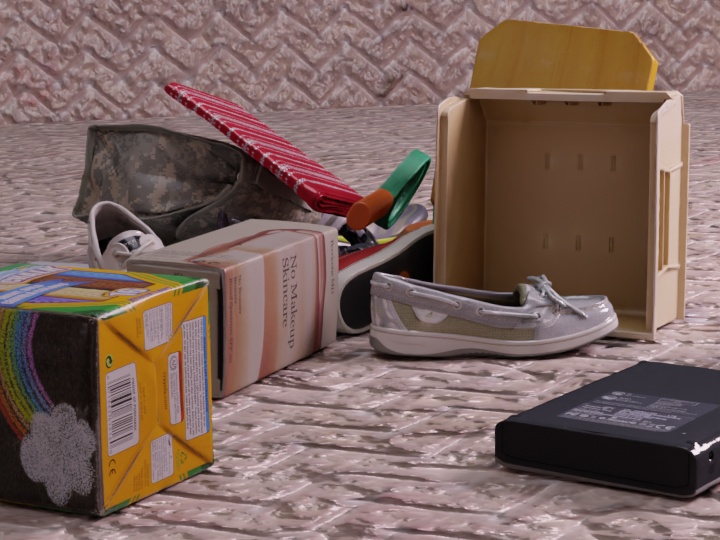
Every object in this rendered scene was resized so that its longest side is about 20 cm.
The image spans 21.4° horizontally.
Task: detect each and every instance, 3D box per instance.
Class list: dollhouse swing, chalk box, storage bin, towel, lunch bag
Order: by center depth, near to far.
[{"bbox_3d":[-0.206,0.067,1.186,0.199,0.126,0.124,6,12,29],"label":"chalk box"},{"bbox_3d":[0.171,-0.053,1.613,0.199,0.200,0.094,4,7,28],"label":"storage bin"},{"bbox_3d":[0.192,-0.106,1.744,0.199,0.177,0.182,9,-19,26],"label":"dollhouse swing"},{"bbox_3d":[-0.085,-0.111,1.822,0.200,0.023,0.144,37,9,21],"label":"towel"},{"bbox_3d":[-0.155,-0.073,1.893,0.199,0.119,0.164,3,-11,29],"label":"lunch bag"}]

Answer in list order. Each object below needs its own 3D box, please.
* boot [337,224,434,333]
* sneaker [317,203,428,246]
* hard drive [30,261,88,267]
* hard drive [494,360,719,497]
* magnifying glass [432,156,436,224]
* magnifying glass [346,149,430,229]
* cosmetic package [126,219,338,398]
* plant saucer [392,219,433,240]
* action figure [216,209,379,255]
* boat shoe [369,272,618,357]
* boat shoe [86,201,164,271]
[{"bbox_3d":[0.000,0.000,1.687,0.199,0.073,0.144,-19,18,-41],"label":"boot"},{"bbox_3d":[-0.019,-0.060,2.004,0.199,0.082,0.074,-6,11,-24],"label":"sneaker"},{"bbox_3d":[-0.240,0.018,1.752,0.198,0.026,0.132,3,11,20],"label":"hard drive"},{"bbox_3d":[0.196,0.098,1.226,0.139,0.033,0.199,6,12,35],"label":"hard drive"},{"bbox_3d":[0.078,-0.043,1.814,0.022,0.080,0.201,3,36,5],"label":"magnifying glass"},{"bbox_3d":[0.023,-0.066,1.747,0.022,0.080,0.200,32,17,5],"label":"magnifying glass"},{"bbox_3d":[-0.096,0.026,1.474,0.087,0.104,0.200,5,13,23],"label":"cosmetic package"},{"bbox_3d":[0.122,-0.026,1.929,0.198,0.038,0.200,-1,9,0],"label":"plant saucer"},{"bbox_3d":[-0.034,-0.013,1.788,0.198,0.070,0.130,5,0,11],"label":"action figure"},{"bbox_3d":[0.107,0.031,1.520,0.200,0.065,0.074,-1,10,-1],"label":"boat shoe"},{"bbox_3d":[-0.193,-0.002,1.639,0.071,0.066,0.200,-15,29,-13],"label":"boat shoe"}]
